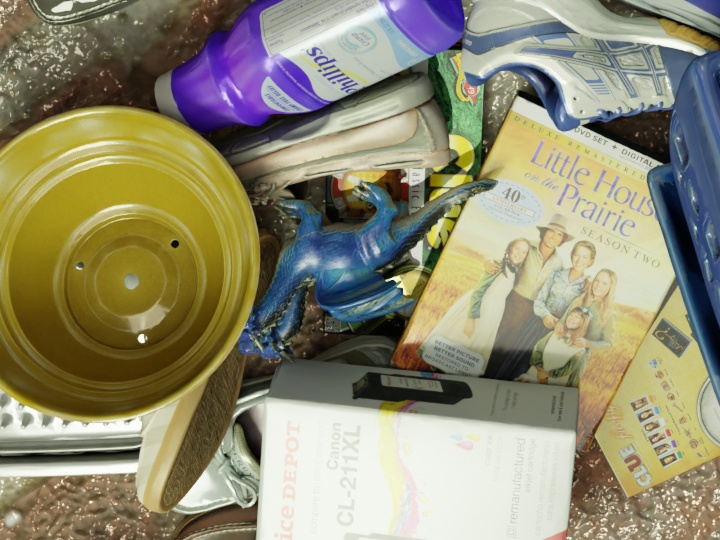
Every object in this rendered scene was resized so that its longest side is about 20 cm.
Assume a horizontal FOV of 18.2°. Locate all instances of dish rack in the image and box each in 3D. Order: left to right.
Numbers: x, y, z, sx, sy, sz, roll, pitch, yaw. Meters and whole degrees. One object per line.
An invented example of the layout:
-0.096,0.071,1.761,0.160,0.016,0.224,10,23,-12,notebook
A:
-0.211,0.040,1.528,0.171,0.044,0.200,-2,105,4,dish rack

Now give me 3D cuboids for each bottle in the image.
-0.036,-0.140,1.413,0.200,0.065,0.084,-23,146,23,bottle

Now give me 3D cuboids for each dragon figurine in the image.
0.000,0.000,1.449,0.200,0.059,0.100,-10,75,10,dragon figurine

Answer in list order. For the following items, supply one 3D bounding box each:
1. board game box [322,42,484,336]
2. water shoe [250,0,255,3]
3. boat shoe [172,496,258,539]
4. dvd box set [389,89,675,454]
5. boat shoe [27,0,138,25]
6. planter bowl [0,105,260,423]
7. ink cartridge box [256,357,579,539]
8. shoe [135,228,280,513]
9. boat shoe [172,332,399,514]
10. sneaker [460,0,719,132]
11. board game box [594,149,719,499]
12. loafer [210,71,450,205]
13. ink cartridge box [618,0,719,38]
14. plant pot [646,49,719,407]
0.028,-0.053,1.497,0.105,0.023,0.200,1,106,2,board game box
-0.005,-0.226,1.419,0.071,0.079,0.200,37,105,-7,water shoe
-0.036,0.195,1.549,0.200,0.070,0.070,-6,111,7,boat shoe
0.125,0.002,1.464,0.146,0.029,0.200,26,105,-1,dvd box set
-0.132,-0.217,1.437,0.201,0.066,0.072,-27,103,11,boat shoe
-0.155,0.001,1.434,0.200,0.083,0.201,-1,81,9,planter bowl
0.035,0.146,1.454,0.200,0.083,0.146,5,107,5,ink cartridge box
-0.111,0.063,1.494,0.053,0.070,0.200,17,79,21,shoe
-0.055,0.109,1.527,0.202,0.065,0.074,-25,103,10,boat shoe
0.156,-0.120,1.410,0.200,0.075,0.088,21,83,-3,sneaker
0.193,0.037,1.504,0.135,0.035,0.200,-26,103,10,board game box
-0.037,-0.069,1.456,0.200,0.072,0.063,-17,104,23,loafer
0.166,-0.185,1.326,0.199,0.200,0.041,23,92,-25,ink cartridge box
0.286,-0.021,1.331,0.200,0.180,0.200,-11,71,-13,plant pot
